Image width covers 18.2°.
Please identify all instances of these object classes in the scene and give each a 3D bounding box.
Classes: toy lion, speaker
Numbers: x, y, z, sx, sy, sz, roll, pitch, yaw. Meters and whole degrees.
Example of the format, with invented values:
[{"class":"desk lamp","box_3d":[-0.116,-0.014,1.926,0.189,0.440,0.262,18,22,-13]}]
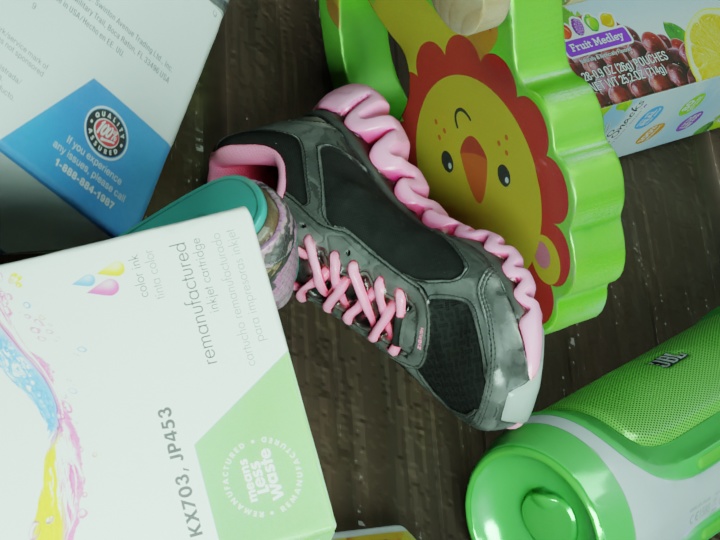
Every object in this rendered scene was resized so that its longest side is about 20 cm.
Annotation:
[{"class":"toy lion","box_3d":[0.044,-0.071,0.978,0.068,0.193,0.200,-17,25,-27]},{"class":"speaker","box_3d":[0.134,0.075,0.966,0.199,0.089,0.089,-24,71,-44]}]

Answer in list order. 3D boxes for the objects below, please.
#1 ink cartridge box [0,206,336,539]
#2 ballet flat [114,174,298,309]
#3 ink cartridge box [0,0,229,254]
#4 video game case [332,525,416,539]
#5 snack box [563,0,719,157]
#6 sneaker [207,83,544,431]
[{"class":"ink cartridge box","box_3d":[-0.119,0.064,0.745,0.198,0.067,0.118,-15,76,-10]},{"class":"ballet flat","box_3d":[-0.111,0.031,0.832,0.199,0.072,0.069,-24,42,-9]},{"class":"ink cartridge box","box_3d":[-0.127,-0.129,0.874,0.145,0.083,0.201,40,60,-38]},{"class":"video game case","box_3d":[-0.020,0.159,0.787,0.199,0.023,0.182,-2,32,-35]},{"class":"snack box","box_3d":[0.120,-0.146,1.148,0.199,0.068,0.169,-16,66,-42]},{"class":"sneaker","box_3d":[0.000,0.000,0.933,0.095,0.080,0.200,-9,40,-30]}]
